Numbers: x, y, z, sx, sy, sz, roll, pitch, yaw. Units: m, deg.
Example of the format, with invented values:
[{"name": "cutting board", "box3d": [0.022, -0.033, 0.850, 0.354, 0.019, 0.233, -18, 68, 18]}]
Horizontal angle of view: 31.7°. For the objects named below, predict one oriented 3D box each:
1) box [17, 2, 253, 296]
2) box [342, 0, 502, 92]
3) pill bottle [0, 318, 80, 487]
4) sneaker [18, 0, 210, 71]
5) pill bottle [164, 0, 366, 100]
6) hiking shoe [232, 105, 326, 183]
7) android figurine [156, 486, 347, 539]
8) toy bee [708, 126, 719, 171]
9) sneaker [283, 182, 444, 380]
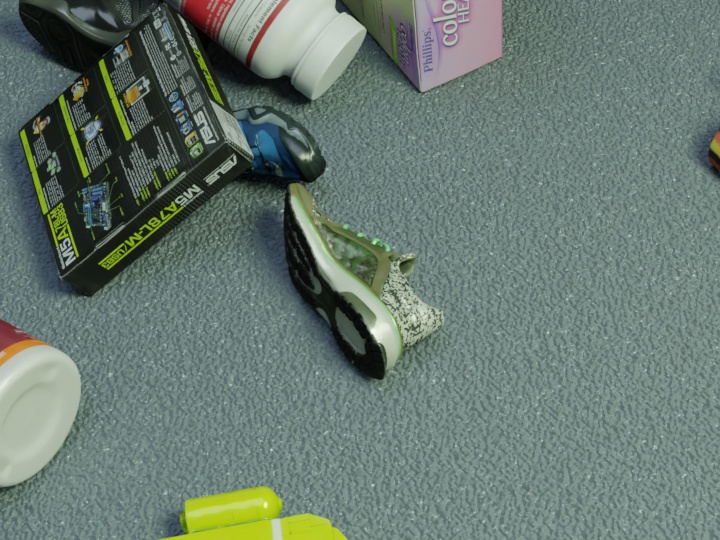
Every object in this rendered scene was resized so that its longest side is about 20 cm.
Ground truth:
[{"name": "box", "box3d": [-0.204, -0.110, 1.117, 0.193, 0.047, 0.200, -40, 50, 15]}, {"name": "box", "box3d": [0.044, -0.308, 1.208, 0.096, 0.176, 0.200, -25, 52, -13]}, {"name": "pill bottle", "box3d": [-0.328, 0.077, 0.988, 0.199, 0.114, 0.114, 23, 58, 24]}, {"name": "sneaker", "box3d": [-0.238, -0.253, 1.271, 0.198, 0.076, 0.115, 16, 53, 16]}, {"name": "pill bottle", "box3d": [-0.097, -0.255, 1.195, 0.200, 0.112, 0.112, 39, 62, 2]}, {"name": "hiking shoe", "box3d": [-0.119, -0.104, 1.144, 0.199, 0.075, 0.087, 20, 64, 34]}, {"name": "android figurine", "box3d": [-0.077, 0.235, 0.876, 0.199, 0.041, 0.183, -10, 50, 2]}, {"name": "toy bee", "box3d": [0.386, -0.162, 1.091, 0.131, 0.109, 0.200, 29, 60, 29]}, {"name": "sneaker", "box3d": [0.000, 0.000, 1.046, 0.088, 0.077, 0.200, -18, 55, -24]}]
